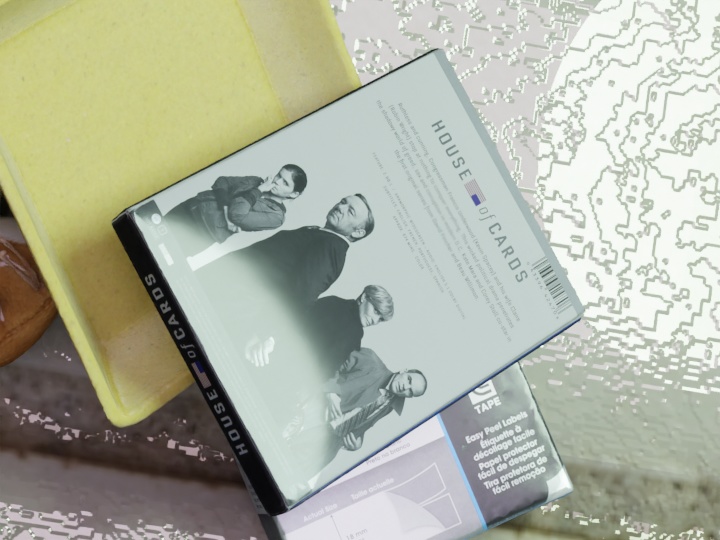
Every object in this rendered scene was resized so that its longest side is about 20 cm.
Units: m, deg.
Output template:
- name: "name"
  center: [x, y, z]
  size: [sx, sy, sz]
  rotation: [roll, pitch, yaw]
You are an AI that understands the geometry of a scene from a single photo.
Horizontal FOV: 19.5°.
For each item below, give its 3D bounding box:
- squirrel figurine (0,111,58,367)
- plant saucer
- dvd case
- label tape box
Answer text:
- name: "squirrel figurine"
  center: [-0.231, -0.035, 1.004]
  size: [0.198, 0.142, 0.188]
  rotation: [-15, 96, 6]
- name: "plant saucer"
  center: [-0.090, -0.064, 0.970]
  size: [0.200, 0.048, 0.201]
  rotation: [-36, 115, -32]
- name: "dvd case"
  center: [0.000, 0.000, 0.973]
  size: [0.199, 0.025, 0.151]
  rotation: [-30, 92, -35]
- name: "label tape box"
  center: [-0.003, 0.047, 1.040]
  size: [0.143, 0.063, 0.201]
  rotation: [-23, 87, -10]
